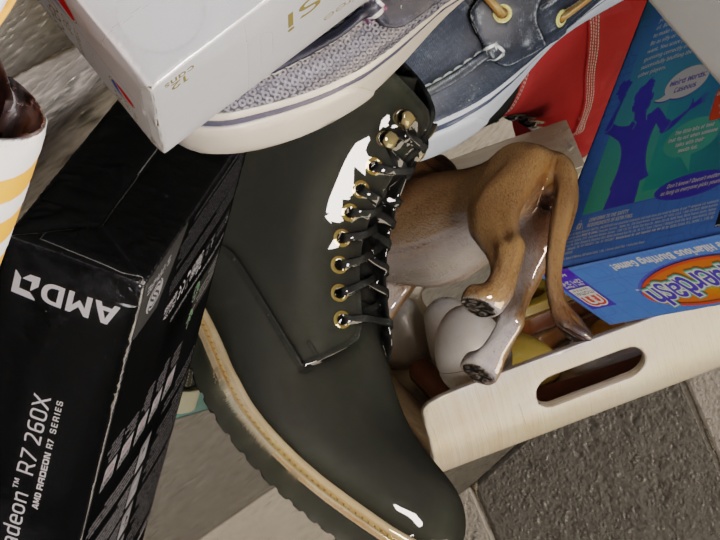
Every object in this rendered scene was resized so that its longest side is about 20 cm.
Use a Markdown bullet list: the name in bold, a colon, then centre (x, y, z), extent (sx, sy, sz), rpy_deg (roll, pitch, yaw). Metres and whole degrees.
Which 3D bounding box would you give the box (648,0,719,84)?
- **box**: centre (0.120, -0.177, 0.515), extent (0.200, 0.199, 0.171), rpy_deg (-35, 170, -23)

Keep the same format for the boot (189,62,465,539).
- **boot**: centre (0.000, 0.000, 0.900), extent (0.138, 0.200, 0.077), rpy_deg (-46, 162, 13)

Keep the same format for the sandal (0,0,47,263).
- **sandal**: centre (-0.129, -0.007, 0.660), extent (0.207, 0.059, 0.079), rpy_deg (-50, -159, 27)

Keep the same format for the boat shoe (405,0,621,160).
- **boat shoe**: centre (0.056, -0.123, 0.953), extent (0.200, 0.071, 0.091), rpy_deg (-37, 157, -11)

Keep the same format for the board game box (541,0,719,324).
- **board game box**: centre (0.162, -0.082, 0.955), extent (0.152, 0.045, 0.200), rpy_deg (-13, -131, 56)

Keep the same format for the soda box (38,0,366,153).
- **soda box**: centre (0.000, -0.124, 0.700), extent (0.200, 0.068, 0.064), rpy_deg (-38, 170, -9)

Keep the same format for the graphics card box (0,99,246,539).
- **graphics card box**: centre (-0.095, 0.051, 0.832), extent (0.126, 0.051, 0.200), rpy_deg (-62, 171, -59)

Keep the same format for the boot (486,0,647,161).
- **boot**: centre (0.068, -0.085, 1.148), extent (0.144, 0.072, 0.200), rpy_deg (-33, 163, -20)

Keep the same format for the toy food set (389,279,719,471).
- **toy food set**: centre (0.070, 0.018, 1.081), extent (0.143, 0.061, 0.200), rpy_deg (-20, -164, -8)

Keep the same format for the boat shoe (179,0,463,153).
- **boat shoe**: centre (0.008, -0.122, 0.786), extent (0.200, 0.075, 0.093), rpy_deg (-36, 151, -8)

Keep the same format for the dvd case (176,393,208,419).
- **dvd case**: centre (-0.077, 0.053, 1.195), extent (0.146, 0.022, 0.200), rpy_deg (-18, -177, 30)

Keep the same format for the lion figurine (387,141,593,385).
- **lion figurine**: centre (0.035, -0.019, 0.991), extent (0.200, 0.072, 0.123), rpy_deg (2, -126, 43)

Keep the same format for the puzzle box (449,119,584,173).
- **puzzle box**: centre (-0.002, -0.010, 1.149), extent (0.200, 0.025, 0.133), rpy_deg (-19, 169, -14)

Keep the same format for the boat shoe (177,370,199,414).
- **boat shoe**: centre (-0.113, 0.018, 0.967), extent (0.068, 0.072, 0.200), rpy_deg (-65, 160, 9)
